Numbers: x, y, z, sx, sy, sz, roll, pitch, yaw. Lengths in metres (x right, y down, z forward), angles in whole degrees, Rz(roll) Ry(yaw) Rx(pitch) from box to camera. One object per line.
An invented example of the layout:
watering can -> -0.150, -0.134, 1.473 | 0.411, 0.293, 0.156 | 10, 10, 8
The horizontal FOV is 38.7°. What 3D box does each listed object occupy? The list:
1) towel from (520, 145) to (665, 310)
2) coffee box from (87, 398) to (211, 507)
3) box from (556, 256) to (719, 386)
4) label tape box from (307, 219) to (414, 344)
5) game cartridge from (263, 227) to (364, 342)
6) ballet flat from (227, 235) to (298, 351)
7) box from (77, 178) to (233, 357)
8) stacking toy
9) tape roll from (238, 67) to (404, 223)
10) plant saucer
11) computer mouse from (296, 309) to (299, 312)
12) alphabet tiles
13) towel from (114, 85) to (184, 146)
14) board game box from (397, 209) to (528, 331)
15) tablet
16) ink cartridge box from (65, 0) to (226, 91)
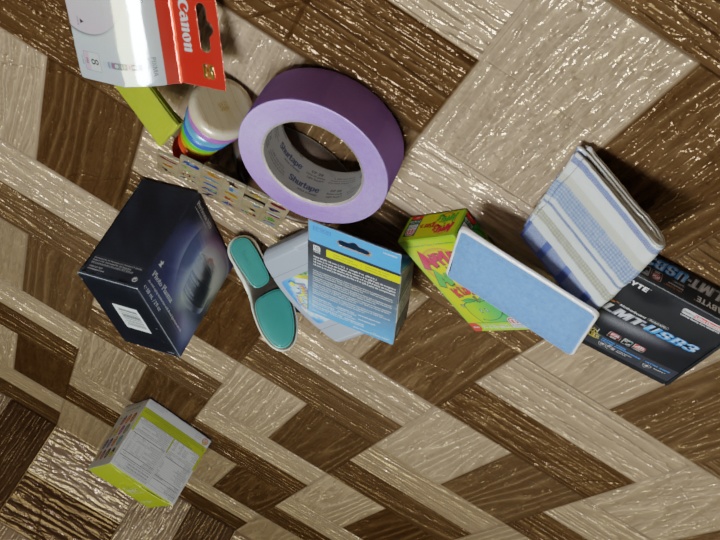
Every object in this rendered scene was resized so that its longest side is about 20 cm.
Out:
towel -> 0.265, -0.041, 1.192 | 0.147, 0.024, 0.200 | 54, 155, 14
coffee box -> -0.545, 0.476, 2.641 | 0.200, 0.198, 0.199 | 38, 151, -17
box -> 0.353, 0.053, 1.304 | 0.199, 0.050, 0.199 | 28, 153, 0
label tape box -> 0.000, 0.000, 1.454 | 0.144, 0.063, 0.200 | 21, 141, 14
game cartridge -> -0.056, 0.028, 1.598 | 0.133, 0.041, 0.200 | -21, 118, 46
ballet flat -> -0.154, 0.036, 1.655 | 0.201, 0.069, 0.069 | 64, 150, 5
box -> -0.322, -0.004, 1.656 | 0.123, 0.199, 0.200 | 13, 148, 22
stacking toy -> -0.211, -0.186, 1.394 | 0.085, 0.086, 0.200 | 34, 156, -11
tape roll -> -0.049, -0.152, 1.278 | 0.199, 0.066, 0.201 | 16, 142, 13
plant saucer -> -0.099, -0.125, 1.437 | 0.199, 0.032, 0.200 | 23, 152, 13
computer mouse -> -0.104, 0.036, 1.686 | 0.199, 0.046, 0.141 | 26, 152, 5
alphabet tiles -> -0.200, -0.118, 1.473 | 0.199, 0.008, 0.167 | 26, 169, -7
towel -> -0.309, -0.261, 1.354 | 0.200, 0.018, 0.086 | 54, 151, -6
board game box -> 0.151, 0.004, 1.403 | 0.101, 0.048, 0.200 | -5, 137, 47
tablet -> 0.201, 0.027, 1.298 | 0.200, 0.014, 0.130 | 33, 155, 12
ink cartridge box -> -0.265, -0.298, 1.237 | 0.199, 0.057, 0.163 | 19, 131, 27
